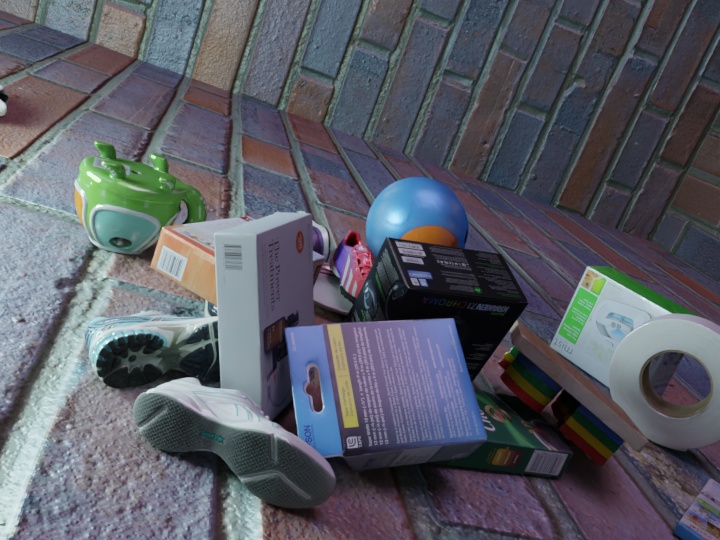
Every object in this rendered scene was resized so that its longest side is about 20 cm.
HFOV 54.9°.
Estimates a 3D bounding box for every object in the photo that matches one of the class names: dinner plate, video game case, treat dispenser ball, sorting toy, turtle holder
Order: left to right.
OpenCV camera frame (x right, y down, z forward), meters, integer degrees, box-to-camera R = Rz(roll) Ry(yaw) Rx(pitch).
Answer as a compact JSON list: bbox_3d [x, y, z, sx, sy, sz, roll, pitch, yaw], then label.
[{"bbox_3d":[-0.323,-0.097,1.013,0.141,0.133,0.185,33,20,35],"label":"turtle holder"},{"bbox_3d":[-0.042,0.033,1.141,0.199,0.024,0.200,21,18,-7],"label":"dinner plate"},{"bbox_3d":[0.110,-0.081,1.350,0.199,0.202,0.201,19,18,-7],"label":"treat dispenser ball"},{"bbox_3d":[0.269,0.165,0.940,0.198,0.070,0.200,41,9,8],"label":"sorting toy"},{"bbox_3d":[0.492,0.342,0.884,0.143,0.018,0.199,34,21,31],"label":"video game case"}]

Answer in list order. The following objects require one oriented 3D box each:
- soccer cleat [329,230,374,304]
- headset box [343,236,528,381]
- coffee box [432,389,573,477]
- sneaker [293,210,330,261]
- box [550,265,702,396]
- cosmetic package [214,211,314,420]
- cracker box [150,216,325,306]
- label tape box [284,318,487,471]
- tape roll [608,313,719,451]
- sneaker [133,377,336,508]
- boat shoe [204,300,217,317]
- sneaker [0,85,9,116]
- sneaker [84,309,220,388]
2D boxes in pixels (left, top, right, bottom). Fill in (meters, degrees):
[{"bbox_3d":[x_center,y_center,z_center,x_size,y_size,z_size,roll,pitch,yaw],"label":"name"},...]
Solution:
[{"bbox_3d":[0.000,0.000,1.128,0.068,0.074,0.200,14,19,-23],"label":"soccer cleat"},{"bbox_3d":[0.081,0.071,0.883,0.173,0.201,0.093,8,40,-25],"label":"headset box"},{"bbox_3d":[0.153,0.196,0.866,0.198,0.044,0.123,14,20,-24],"label":"coffee box"},{"bbox_3d":[-0.126,-0.063,1.213,0.087,0.077,0.200,-3,11,-23],"label":"sneaker"},{"bbox_3d":[0.477,0.114,1.258,0.096,0.178,0.200,3,26,-43],"label":"box"},{"bbox_3d":[-0.098,0.047,0.749,0.051,0.202,0.151,3,14,15],"label":"cosmetic package"},{"bbox_3d":[-0.148,-0.010,0.881,0.133,0.058,0.200,28,18,16],"label":"cracker box"},{"bbox_3d":[0.019,0.132,0.741,0.198,0.066,0.144,-2,60,-17],"label":"label tape box"},{"bbox_3d":[0.497,0.172,1.084,0.202,0.204,0.071,31,19,26],"label":"tape roll"},{"bbox_3d":[-0.108,0.150,0.651,0.199,0.071,0.080,25,19,10],"label":"sneaker"},{"bbox_3d":[-0.192,0.013,0.961,0.074,0.062,0.200,15,19,-20],"label":"boat shoe"},{"bbox_3d":[-0.742,-0.350,1.358,0.088,0.074,0.200,6,34,-41],"label":"sneaker"},{"bbox_3d":[-0.204,0.071,0.764,0.199,0.078,0.086,5,21,-43],"label":"sneaker"}]
